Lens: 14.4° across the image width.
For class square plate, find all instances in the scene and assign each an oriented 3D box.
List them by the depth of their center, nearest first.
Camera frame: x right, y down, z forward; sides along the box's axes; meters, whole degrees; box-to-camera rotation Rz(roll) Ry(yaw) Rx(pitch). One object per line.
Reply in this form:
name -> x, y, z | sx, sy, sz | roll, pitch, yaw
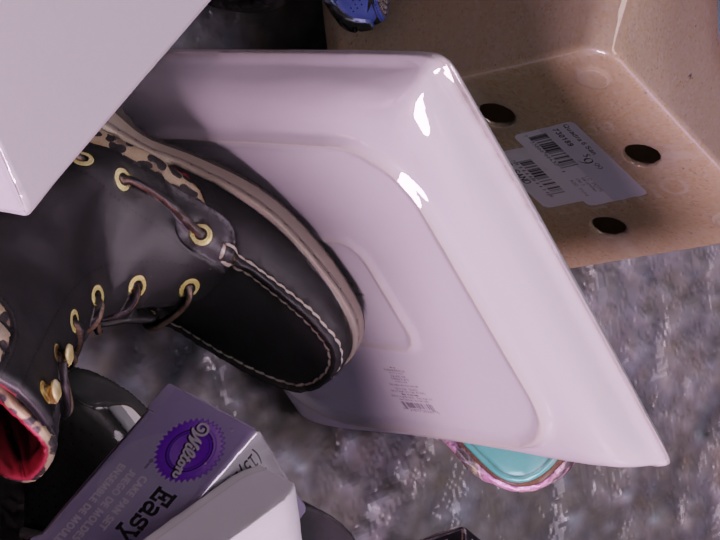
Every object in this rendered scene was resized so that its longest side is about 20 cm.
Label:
square plate -> 0.000, 0.000, 1.081 | 0.028, 0.199, 0.199 | -49, 124, -29

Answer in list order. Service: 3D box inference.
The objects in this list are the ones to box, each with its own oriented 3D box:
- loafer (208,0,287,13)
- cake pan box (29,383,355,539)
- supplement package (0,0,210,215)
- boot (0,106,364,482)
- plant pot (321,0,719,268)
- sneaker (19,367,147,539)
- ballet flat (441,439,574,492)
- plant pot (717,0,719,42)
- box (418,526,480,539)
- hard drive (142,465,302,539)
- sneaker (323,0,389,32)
loafer -> -0.063, -0.184, 1.088 | 0.071, 0.073, 0.201 | -57, 143, -34
cake pan box -> -0.075, 0.165, 1.001 | 0.200, 0.052, 0.185 | -50, 142, -21
supplement package -> -0.112, -0.129, 0.892 | 0.200, 0.117, 0.117 | -53, 137, -36
boot -> -0.097, 0.015, 1.009 | 0.200, 0.073, 0.151 | 39, 42, -18
plant pot -> 0.094, -0.113, 1.172 | 0.200, 0.199, 0.178 | 42, 52, -40
sneaker -> -0.106, 0.145, 1.055 | 0.115, 0.075, 0.201 | -34, 115, -41
ballet flat -> 0.017, 0.009, 1.183 | 0.200, 0.069, 0.071 | 46, 9, -4
plant pot -> 0.214, -0.098, 1.074 | 0.199, 0.134, 0.202 | -3, 94, -46
box -> 0.068, 0.232, 1.210 | 0.158, 0.050, 0.201 | 42, 36, -41
hard drive -> -0.062, 0.181, 0.962 | 0.132, 0.026, 0.201 | -34, 133, -35
sneaker -> 0.020, -0.190, 1.102 | 0.075, 0.078, 0.202 | 13, 87, -83
